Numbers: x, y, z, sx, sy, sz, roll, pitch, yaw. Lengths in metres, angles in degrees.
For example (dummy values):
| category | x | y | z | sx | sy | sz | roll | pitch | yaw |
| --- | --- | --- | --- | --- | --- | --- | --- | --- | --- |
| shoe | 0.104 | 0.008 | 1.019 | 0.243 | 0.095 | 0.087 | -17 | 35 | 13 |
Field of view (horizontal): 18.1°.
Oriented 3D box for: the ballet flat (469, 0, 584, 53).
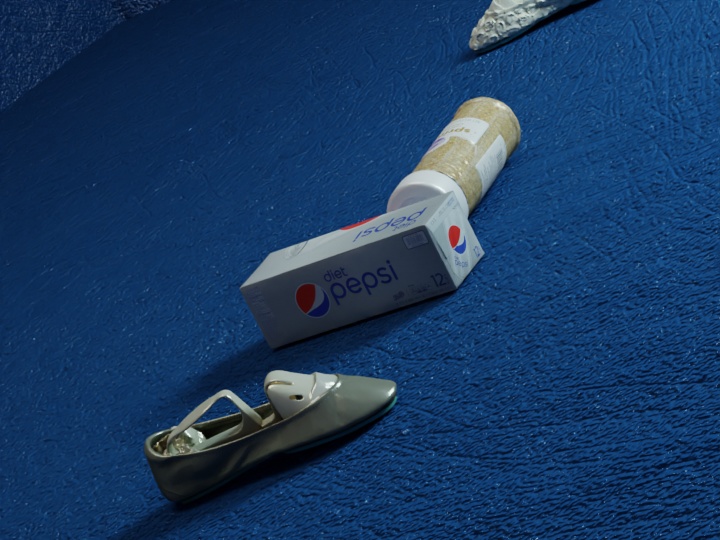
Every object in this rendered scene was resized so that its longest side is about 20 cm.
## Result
| category | x | y | z | sx | sy | sz | roll | pitch | yaw |
| --- | --- | --- | --- | --- | --- | --- | --- | --- | --- |
| ballet flat | 0.202 | -0.314 | 2.529 | 0.199 | 0.072 | 0.072 | -24 | 16 | 19 |

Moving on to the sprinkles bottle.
| category | x | y | z | sx | sy | sz | roll | pitch | yaw |
| --- | --- | --- | --- | --- | --- | --- | --- | --- | --- |
| sprinkles bottle | 0.085 | -0.087 | 2.010 | 0.068 | 0.069 | 0.200 | -20 | 17 | 29 |

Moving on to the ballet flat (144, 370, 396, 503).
| category | x | y | z | sx | sy | sz | roll | pitch | yaw |
| --- | --- | --- | --- | --- | --- | --- | --- | --- | --- |
| ballet flat | -0.071 | 0.110 | 1.667 | 0.199 | 0.064 | 0.067 | -25 | 16 | 14 |

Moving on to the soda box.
| category | x | y | z | sx | sy | sz | roll | pitch | yaw |
| --- | --- | --- | --- | --- | --- | --- | --- | --- | --- |
| soda box | 0.000 | 0.000 | 1.891 | 0.199 | 0.064 | 0.068 | -18 | 18 | 34 |
